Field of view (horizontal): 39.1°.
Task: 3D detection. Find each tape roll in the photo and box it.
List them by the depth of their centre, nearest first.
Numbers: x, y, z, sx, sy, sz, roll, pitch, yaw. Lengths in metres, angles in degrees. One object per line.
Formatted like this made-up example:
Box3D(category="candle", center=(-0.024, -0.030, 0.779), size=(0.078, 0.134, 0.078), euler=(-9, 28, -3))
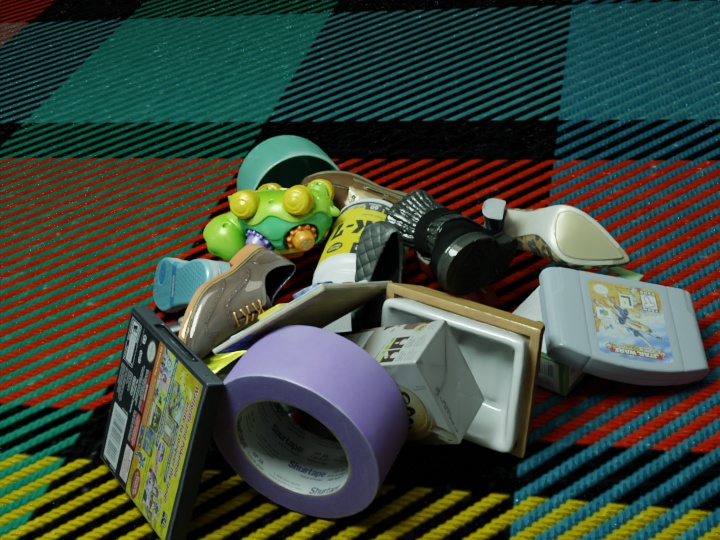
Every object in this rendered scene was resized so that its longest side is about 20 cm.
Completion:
Box3D(category="tape roll", center=(-0.055, 0.162, 1.075), size=(0.199, 0.201, 0.085), euler=(9, 38, 22))

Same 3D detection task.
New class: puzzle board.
Box3D(category="puzzle board", center=(-0.061, 0.049, 1.144), size=(0.150, 0.017, 0.200), euler=(-30, -12, 21))

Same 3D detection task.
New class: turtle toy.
Box3D(category="turtle toy", center=(-0.123, -0.066, 1.392), size=(0.199, 0.102, 0.146), euler=(-4, 9, 15))

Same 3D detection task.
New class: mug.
Box3D(category="mug", center=(-0.125, -0.122, 1.530), size=(0.184, 0.153, 0.114), euler=(-17, 33, -14))

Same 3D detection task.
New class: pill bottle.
Box3D(category="pill bottle", center=(0.000, 0.000, 1.368), size=(0.114, 0.115, 0.200), euler=(1, 36, 13))

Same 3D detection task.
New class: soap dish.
Box3D(category="soap dish", center=(0.116, 0.107, 1.167), size=(0.199, 0.158, 0.081), euler=(17, 25, 32))

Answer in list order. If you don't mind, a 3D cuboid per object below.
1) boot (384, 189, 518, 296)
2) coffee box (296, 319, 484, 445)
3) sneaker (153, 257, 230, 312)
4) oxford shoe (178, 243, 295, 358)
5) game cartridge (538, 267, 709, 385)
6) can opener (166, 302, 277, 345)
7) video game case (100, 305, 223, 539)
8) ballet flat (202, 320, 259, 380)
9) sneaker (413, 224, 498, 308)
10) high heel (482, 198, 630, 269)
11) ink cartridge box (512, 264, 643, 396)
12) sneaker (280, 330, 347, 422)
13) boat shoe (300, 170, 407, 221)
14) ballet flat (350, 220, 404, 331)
Box3D(category="boot", center=(0.092, -0.040, 1.258), size=(0.157, 0.080, 0.211), euler=(29, 13, 21))
Box3D(category="coffee box", center=(0.021, 0.129, 1.126), size=(0.199, 0.113, 0.080), euler=(-9, 28, 38))
Box3D(category="sneaker", center=(-0.204, 0.026, 1.419), size=(0.130, 0.080, 0.200), euler=(8, -2, -33))
Box3D(category="oxford shoe", center=(-0.155, 0.042, 1.269), size=(0.073, 0.072, 0.200), euler=(16, 51, 26))
Box3D(category="game cartridge", center=(0.312, 0.069, 1.197), size=(0.199, 0.042, 0.134), euler=(9, 47, -12))
Box3D(category="can opener", center=(-0.202, 0.079, 1.339), size=(0.199, 0.064, 0.079), euler=(-17, 35, -11))
Box3D(category="video game case", center=(-0.222, 0.168, 1.112), size=(0.025, 0.201, 0.181), euler=(1, 24, -39))
Box3D(category="ballet flat", center=(-0.159, 0.124, 1.280), size=(0.199, 0.067, 0.067), euler=(-30, 62, -24))
Box3D(category="sneaker", center=(0.160, -0.014, 1.387), size=(0.115, 0.079, 0.200), euler=(-21, 38, -16))
Box3D(category="high heel", center=(0.257, -0.041, 1.339), size=(0.199, 0.143, 0.072), euler=(22, 84, 14))
Box3D(category="ink cartridge box", center=(0.262, 0.063, 1.271), size=(0.103, 0.060, 0.200), euler=(20, 44, 34))
Box3D(category="sneaker", center=(-0.093, 0.136, 1.247), size=(0.199, 0.078, 0.082), euler=(-27, 22, -35))
Box3D(category="boat shoe", center=(0.008, -0.093, 1.476), size=(0.199, 0.076, 0.074), euler=(10, 21, -15))
Box3D(category="ballet flat", center=(0.024, 0.040, 1.239), size=(0.066, 0.201, 0.057), euler=(-6, 10, -22))
